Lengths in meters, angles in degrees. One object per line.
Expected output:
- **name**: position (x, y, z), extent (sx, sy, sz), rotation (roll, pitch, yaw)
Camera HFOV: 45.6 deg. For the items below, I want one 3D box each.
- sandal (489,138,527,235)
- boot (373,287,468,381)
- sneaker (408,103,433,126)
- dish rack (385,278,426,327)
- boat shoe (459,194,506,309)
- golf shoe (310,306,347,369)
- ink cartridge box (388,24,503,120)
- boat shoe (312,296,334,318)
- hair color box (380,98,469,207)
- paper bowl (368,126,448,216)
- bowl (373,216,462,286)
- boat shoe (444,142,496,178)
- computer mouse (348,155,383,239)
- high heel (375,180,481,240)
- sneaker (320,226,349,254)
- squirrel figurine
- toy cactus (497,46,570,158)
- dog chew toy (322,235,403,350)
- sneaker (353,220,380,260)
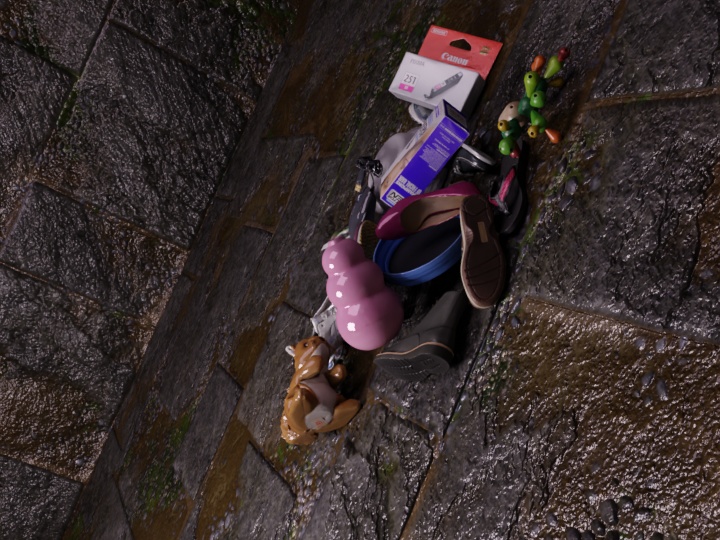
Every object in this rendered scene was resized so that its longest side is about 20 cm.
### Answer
- **sandal**: position (0.246, -0.146, 1.462), extent (0.075, 0.045, 0.203), rotation (-35, 37, 49)
- **boot**: position (0.112, 0.111, 1.486), extent (0.199, 0.077, 0.140), rotation (-15, 44, 54)
- **sneaker**: position (0.153, -0.370, 1.854), extent (0.086, 0.077, 0.202), rotation (-47, 29, 29)
- **dish rack**: position (0.074, 0.048, 1.636), extent (0.199, 0.054, 0.156), rotation (-20, 51, 57)
- **boat shoe**: position (0.202, -0.022, 1.427), extent (0.075, 0.073, 0.206), rotation (79, -169, -62)
- **golf shoe**: position (-0.054, 0.108, 1.797), extent (0.203, 0.096, 0.078), rotation (-62, 22, 3)
- **ink cartridge box**: position (0.175, -0.421, 1.781), extent (0.198, 0.043, 0.176), rotation (27, 92, 37)
- **boat shoe**: position (-0.039, 0.041, 1.864), extent (0.202, 0.069, 0.071), rotation (-61, 21, 8)
- **hair color box**: position (0.118, -0.213, 1.613), extent (0.201, 0.064, 0.110), rotation (-53, 14, 23)
- **paper bowl**: position (0.090, -0.204, 1.789), extent (0.201, 0.103, 0.203), rotation (-49, 27, 36)
- **bowl**: position (0.117, -0.050, 1.559), extent (0.198, 0.040, 0.202), rotation (-26, 30, 16)
- **boat shoe**: position (0.197, -0.202, 1.599), extent (0.061, 0.075, 0.200), rotation (-60, 11, 9)
- **computer mouse**: position (-0.003, -0.140, 1.772), extent (0.141, 0.045, 0.204), rotation (-126, 42, -66)
- **high heel**: position (0.118, -0.103, 1.516), extent (0.198, 0.068, 0.096), rotation (-31, 17, 3)
- **sneaker**: position (-0.022, -0.083, 1.960), extent (0.199, 0.076, 0.090), rotation (-24, 37, 54)
- **squirrel figurine**: position (-0.106, 0.235, 1.709), extent (0.201, 0.139, 0.189), rotation (-60, 33, 37)
- **toy cactus**: position (0.288, -0.274, 1.462), extent (0.165, 0.101, 0.203), rotation (160, 133, -77)
- **dog chew toy**: position (-0.004, 0.035, 1.513), extent (0.123, 0.203, 0.125), rotation (-25, 7, 3)
- **sneaker**: position (0.000, 0.000, 1.658), extent (0.090, 0.074, 0.203), rotation (-33, 46, 44)
